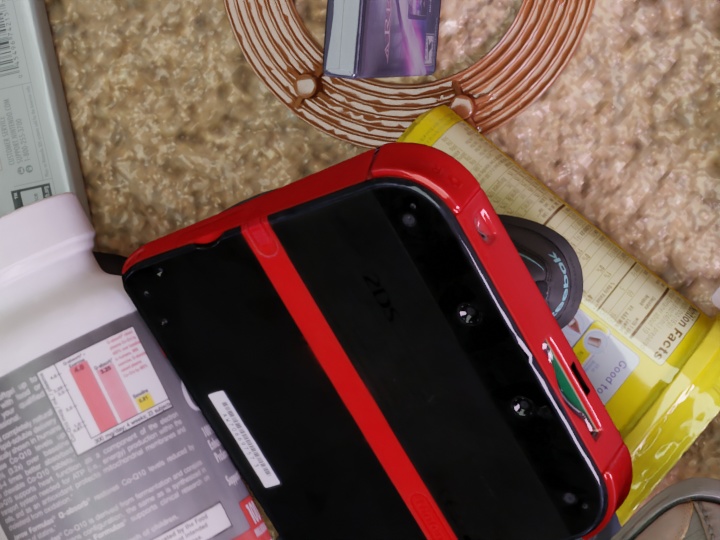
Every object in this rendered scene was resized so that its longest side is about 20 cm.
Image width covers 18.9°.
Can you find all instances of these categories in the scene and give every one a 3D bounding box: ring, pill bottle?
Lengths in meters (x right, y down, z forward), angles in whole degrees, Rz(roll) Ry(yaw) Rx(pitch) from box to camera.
[{"bbox_3d":[0.022,-0.160,1.101,0.200,0.019,0.201,2,97,13],"label":"ring"},{"bbox_3d":[-0.131,0.073,1.011,0.116,0.116,0.201,-27,89,14],"label":"pill bottle"}]

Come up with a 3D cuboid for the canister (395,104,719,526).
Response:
[{"bbox_3d":[0.073,0.033,1.070,0.200,0.087,0.149,39,105,5],"label":"canister"}]

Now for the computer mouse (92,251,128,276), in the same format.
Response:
[{"bbox_3d":[-0.172,0.035,1.091,0.199,0.053,0.139,-3,71,-23],"label":"computer mouse"}]

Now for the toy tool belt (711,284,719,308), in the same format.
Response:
[{"bbox_3d":[0.252,-0.047,0.982,0.200,0.123,0.125,-44,68,25],"label":"toy tool belt"}]

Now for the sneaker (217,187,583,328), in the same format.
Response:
[{"bbox_3d":[0.000,0.000,1.001,0.199,0.079,0.076,-1,97,16],"label":"sneaker"}]

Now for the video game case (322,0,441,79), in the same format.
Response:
[{"bbox_3d":[0.016,-0.160,0.990,0.019,0.200,0.144,6,97,10],"label":"video game case"}]

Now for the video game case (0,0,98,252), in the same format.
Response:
[{"bbox_3d":[-0.242,-0.065,1.171,0.181,0.023,0.201,-11,94,13],"label":"video game case"}]

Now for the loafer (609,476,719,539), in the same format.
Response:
[{"bbox_3d":[0.104,0.177,0.941,0.072,0.063,0.200,28,115,-13],"label":"loafer"}]

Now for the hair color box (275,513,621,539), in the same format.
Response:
[{"bbox_3d":[0.046,0.176,1.055,0.199,0.061,0.099,-10,120,35],"label":"hair color box"}]

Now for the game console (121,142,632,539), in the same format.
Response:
[{"bbox_3d":[0.009,0.050,0.960,0.176,0.031,0.200,-19,110,32],"label":"game console"}]
